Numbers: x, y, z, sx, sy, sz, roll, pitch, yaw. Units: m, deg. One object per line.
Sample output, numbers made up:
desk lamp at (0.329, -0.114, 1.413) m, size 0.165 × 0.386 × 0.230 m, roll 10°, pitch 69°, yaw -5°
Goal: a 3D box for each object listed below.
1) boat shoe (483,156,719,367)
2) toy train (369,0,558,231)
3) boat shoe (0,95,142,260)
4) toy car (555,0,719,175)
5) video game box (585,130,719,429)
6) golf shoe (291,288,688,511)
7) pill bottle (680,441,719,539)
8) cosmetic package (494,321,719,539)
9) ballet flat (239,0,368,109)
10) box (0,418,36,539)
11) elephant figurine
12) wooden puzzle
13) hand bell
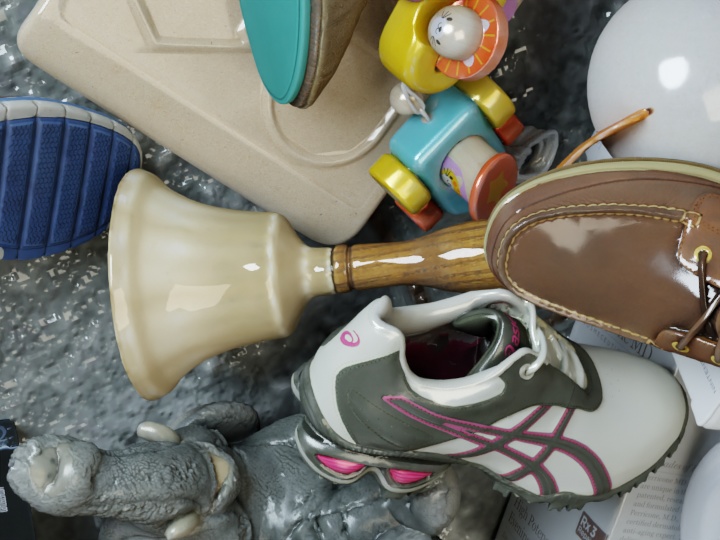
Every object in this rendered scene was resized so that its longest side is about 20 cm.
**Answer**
boat shoe at (0.150, 0.004, 0.622) m, size 0.199 × 0.068 × 0.072 m, roll 10°, pitch 117°, yaw -1°
toy train at (0.076, -0.097, 0.683) m, size 0.150 × 0.056 × 0.201 m, roll -20°, pitch 137°, yaw -31°
boat shoe at (-0.185, -0.050, 0.649) m, size 0.199 × 0.072 × 0.073 m, roll -3°, pitch 117°, yaw -45°
toy car at (0.168, -0.091, 0.688) m, size 0.199 × 0.177 × 0.185 m, roll -25°, pitch 91°, yaw 0°
video game box at (0.228, -0.003, 0.751) m, size 0.199 × 0.183 × 0.047 m, roll 3°, pitch 138°, yaw -20°
golf shoe at (0.070, 0.054, 0.670) m, size 0.199 × 0.077 × 0.088 m, roll 1°, pitch 141°, yaw -27°
pill bottle at (0.267, 0.131, 0.755) m, size 0.199 × 0.112 × 0.113 m, roll 1°, pitch 111°, yaw -27°
cosmetic package at (0.137, 0.117, 0.814) m, size 0.074 × 0.102 × 0.201 m, roll 10°, pitch 106°, yaw -24°
ballet flat at (-0.022, -0.167, 0.624) m, size 0.072 × 0.068 × 0.201 m, roll -25°, pitch 117°, yaw -25°
box at (-0.163, 0.182, 0.682) m, size 0.043 × 0.200 × 0.161 m, roll -5°, pitch 112°, yaw -16°
elephant figurine at (-0.064, 0.113, 0.723) m, size 0.199 × 0.142 × 0.156 m, roll -7°, pitch 110°, yaw -16°
wooden puzzle at (-0.027, -0.134, 0.692) m, size 0.185 × 0.046 × 0.200 m, roll 32°, pitch 103°, yaw -26°
hand bell at (0.000, 0.000, 0.679) m, size 0.199 × 0.104 × 0.105 m, roll -4°, pitch 114°, yaw 8°
